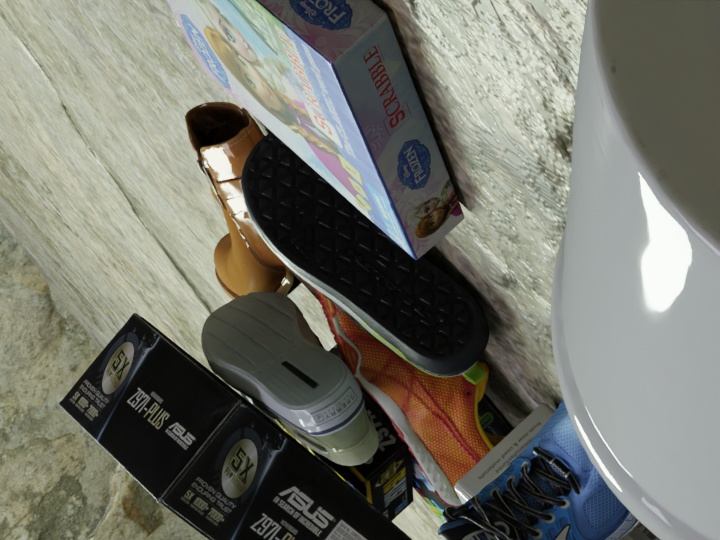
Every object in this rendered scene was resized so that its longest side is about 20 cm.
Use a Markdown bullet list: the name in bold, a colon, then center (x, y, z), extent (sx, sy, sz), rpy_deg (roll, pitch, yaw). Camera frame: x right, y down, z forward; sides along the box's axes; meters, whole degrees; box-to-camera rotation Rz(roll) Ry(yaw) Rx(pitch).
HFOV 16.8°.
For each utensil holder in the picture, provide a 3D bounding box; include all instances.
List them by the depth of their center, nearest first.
- **utensil holder**: center (0.135, -0.021, 0.618), extent (0.170, 0.170, 0.200), rpy_deg (45, 166, 18)

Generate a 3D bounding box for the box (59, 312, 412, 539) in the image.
- **box**: center (-0.083, 0.140, 1.666), extent (0.200, 0.086, 0.164), rpy_deg (42, 175, -36)

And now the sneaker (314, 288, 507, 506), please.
- **sneaker**: center (0.036, 0.062, 1.593), extent (0.200, 0.077, 0.073), rpy_deg (53, -174, -22)

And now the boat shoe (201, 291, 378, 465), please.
- **boat shoe**: center (-0.049, 0.073, 1.595), extent (0.062, 0.072, 0.200), rpy_deg (64, 170, -27)

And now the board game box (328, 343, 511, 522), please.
- **board game box**: center (0.054, 0.118, 1.766), extent (0.165, 0.057, 0.200), rpy_deg (49, 170, -8)

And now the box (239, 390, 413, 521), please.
- **box**: center (-0.030, 0.108, 1.802), extent (0.160, 0.049, 0.200), rpy_deg (45, 169, 13)

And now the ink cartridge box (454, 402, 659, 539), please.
- **ink cartridge box**: center (0.165, 0.197, 1.515), extent (0.200, 0.083, 0.147), rpy_deg (42, 168, 31)

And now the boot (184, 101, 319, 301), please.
- **boot**: center (-0.076, -0.048, 1.660), extent (0.155, 0.074, 0.200), rpy_deg (52, 157, -23)

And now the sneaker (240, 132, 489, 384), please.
- **sneaker**: center (0.000, 0.000, 1.513), extent (0.200, 0.072, 0.083), rpy_deg (47, 173, 10)

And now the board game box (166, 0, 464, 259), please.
- **board game box**: center (-0.041, -0.122, 1.313), extent (0.200, 0.041, 0.200), rpy_deg (42, 168, 31)

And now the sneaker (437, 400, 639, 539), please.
- **sneaker**: center (0.100, 0.146, 1.395), extent (0.079, 0.089, 0.200), rpy_deg (46, 128, 27)
